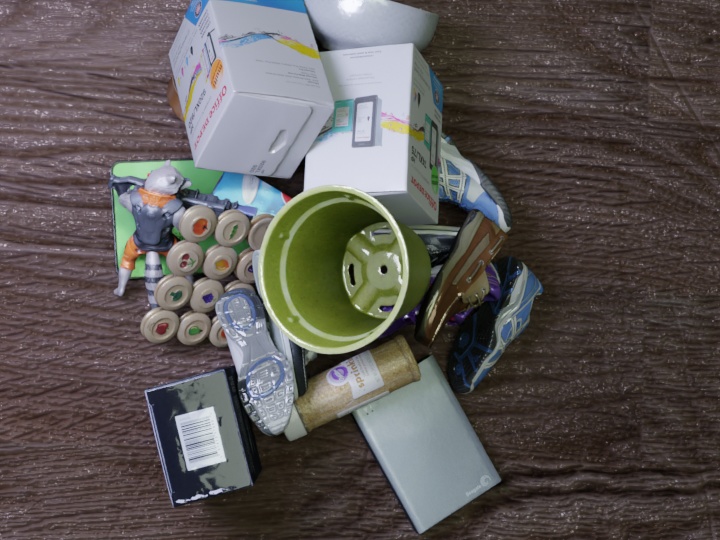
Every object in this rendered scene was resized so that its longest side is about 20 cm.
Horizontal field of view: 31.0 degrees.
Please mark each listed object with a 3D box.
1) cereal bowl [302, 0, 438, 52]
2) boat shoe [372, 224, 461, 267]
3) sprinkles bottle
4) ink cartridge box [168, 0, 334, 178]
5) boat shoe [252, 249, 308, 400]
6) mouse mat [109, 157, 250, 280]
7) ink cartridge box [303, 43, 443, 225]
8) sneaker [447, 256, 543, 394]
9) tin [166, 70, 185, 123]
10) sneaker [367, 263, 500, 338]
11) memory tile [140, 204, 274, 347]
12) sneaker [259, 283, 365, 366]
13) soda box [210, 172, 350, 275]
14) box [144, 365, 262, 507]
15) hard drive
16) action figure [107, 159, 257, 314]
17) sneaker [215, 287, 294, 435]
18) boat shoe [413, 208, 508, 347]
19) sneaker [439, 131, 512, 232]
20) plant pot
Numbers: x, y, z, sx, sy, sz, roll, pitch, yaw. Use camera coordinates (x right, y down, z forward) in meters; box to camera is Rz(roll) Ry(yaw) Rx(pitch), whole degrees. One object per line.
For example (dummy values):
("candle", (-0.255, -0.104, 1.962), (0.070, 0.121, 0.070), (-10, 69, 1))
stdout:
("cereal bowl", (0.002, -0.329, 1.744), (0.197, 0.200, 0.084), (13, 99, -10))
("boat shoe", (0.094, -0.032, 1.793), (0.197, 0.075, 0.063), (2, 89, -6))
("sprinkles bottle", (-0.020, 0.156, 1.732), (0.198, 0.068, 0.069), (-25, 90, -4))
("ink cartridge box", (-0.143, -0.244, 1.657), (0.143, 0.148, 0.202), (3, 53, -30))
("boat shoe", (-0.088, 0.066, 1.681), (0.060, 0.075, 0.203), (-14, 100, -21))
("mouse mat", (-0.237, -0.072, 1.760), (0.197, 0.008, 0.163), (-3, 86, -12))
("ink cartridge box", (0.020, -0.171, 1.710), (0.144, 0.147, 0.203), (-2, 75, 20))
("sneaker", (0.191, 0.085, 1.799), (0.077, 0.076, 0.202), (27, 94, -38))
("tin", (-0.171, -0.206, 1.739), (0.199, 0.042, 0.112), (39, 40, 1))
("sneaker", (0.098, 0.044, 1.749), (0.198, 0.081, 0.084), (-24, 58, -5))
("memory tile", (-0.192, 0.012, 1.684), (0.152, 0.017, 0.202), (7, 115, -38))
("sneaker", (-0.076, 0.054, 1.748), (0.200, 0.075, 0.116), (-43, 92, -11))
("soda box", (-0.109, -0.063, 1.751), (0.199, 0.064, 0.068), (31, 79, -9))
("box", (-0.194, 0.205, 1.640), (0.103, 0.200, 0.150), (-14, 86, -2))
("hard drive", (0.087, 0.239, 1.784), (0.139, 0.033, 0.202), (-30, 91, -13))
("action figure", (-0.237, -0.047, 1.672), (0.197, 0.105, 0.196), (6, 121, 4))
("sneaker", (-0.129, 0.122, 1.663), (0.074, 0.087, 0.202), (-15, 63, -6))
("boat shoe", (0.136, 0.013, 1.699), (0.073, 0.076, 0.201), (28, 69, 1))
("sneaker", (0.129, -0.119, 1.805), (0.200, 0.076, 0.077), (44, 84, 5))
("plant pot", (0.000, 0.000, 1.627), (0.198, 0.184, 0.203), (0, 89, 23))
